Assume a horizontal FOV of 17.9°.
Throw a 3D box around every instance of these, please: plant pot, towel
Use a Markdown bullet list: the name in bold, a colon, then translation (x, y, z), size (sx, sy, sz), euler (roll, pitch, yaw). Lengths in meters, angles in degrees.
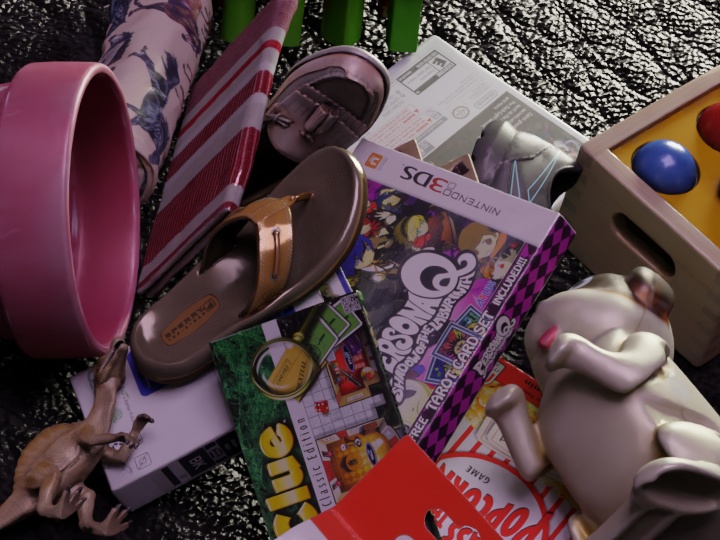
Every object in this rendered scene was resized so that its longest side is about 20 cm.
- **plant pot**: translation (-0.255, -0.040, 1.535), size (0.178, 0.201, 0.201), euler (0, 48, 8)
- **towel**: translation (-0.099, -0.088, 1.619), size (0.023, 0.144, 0.201), euler (26, 53, -19)

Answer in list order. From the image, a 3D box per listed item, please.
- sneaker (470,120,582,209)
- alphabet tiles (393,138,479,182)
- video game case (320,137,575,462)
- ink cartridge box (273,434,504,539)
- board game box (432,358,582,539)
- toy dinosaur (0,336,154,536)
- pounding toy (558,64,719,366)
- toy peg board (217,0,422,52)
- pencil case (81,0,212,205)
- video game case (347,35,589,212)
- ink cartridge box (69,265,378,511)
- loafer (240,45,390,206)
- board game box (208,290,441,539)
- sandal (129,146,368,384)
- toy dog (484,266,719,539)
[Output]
- **sneaker**: translation (0.096, -0.016, 1.614), size (0.079, 0.075, 0.201), euler (19, 66, 6)
- **alphabet tiles**: translation (0.000, 0.000, 1.587), size (0.199, 0.006, 0.167), euler (-26, 52, 12)
- **video game case**: translation (0.021, 0.022, 1.535), size (0.181, 0.036, 0.201), euler (24, 75, 37)
- **ink cartridge box**: translation (-0.001, 0.218, 1.378), size (0.200, 0.057, 0.163), euler (-47, 64, 7)
- **board game box**: translation (0.084, 0.159, 1.516), size (0.151, 0.046, 0.200), euler (31, 51, 15)
- **toy dinosaur**: translation (-0.196, 0.137, 1.466), size (0.200, 0.058, 0.101), euler (-47, 40, -17)
- **pounding toy**: translation (0.285, -0.048, 1.671), size (0.184, 0.143, 0.200), euler (-30, 61, -31)
- **toy peg board**: translation (-0.038, -0.251, 1.819), size (0.199, 0.098, 0.199), euler (2, 28, -11)
- **pencil case**: translation (-0.170, -0.134, 1.694), size (0.078, 0.089, 0.201), euler (45, 41, -31)
- **video game case**: translation (0.064, -0.080, 1.734), size (0.181, 0.023, 0.200), euler (36, 51, 19)
- **ink cartridge box**: translation (-0.086, 0.069, 1.507), size (0.199, 0.039, 0.100), euler (-28, 55, 4)
- **loafer**: translation (-0.048, -0.091, 1.619), size (0.072, 0.200, 0.063), euler (37, 55, -16)
- **board game box**: translation (-0.018, 0.124, 1.444), size (0.104, 0.023, 0.201), euler (-20, 81, 8)
- **sandal**: translation (-0.074, -0.008, 1.492), size (0.200, 0.054, 0.080), euler (-41, 53, -6)
- **toy dog**: translation (0.178, 0.089, 1.477), size (0.193, 0.140, 0.201), euler (2, 49, -29)
